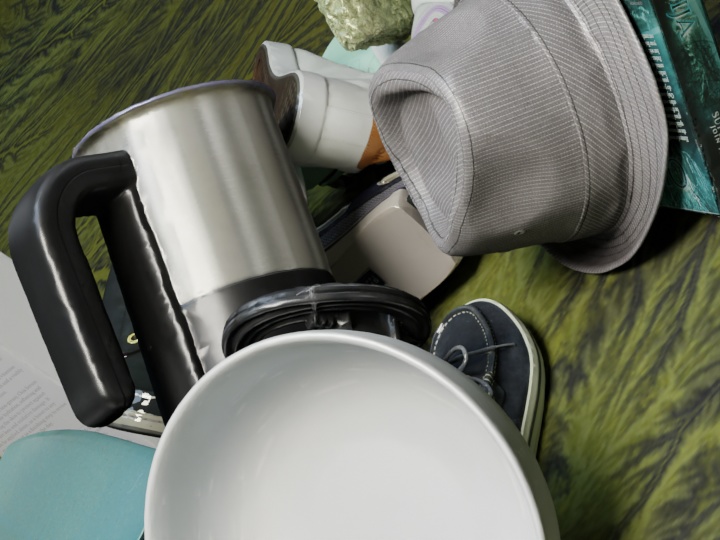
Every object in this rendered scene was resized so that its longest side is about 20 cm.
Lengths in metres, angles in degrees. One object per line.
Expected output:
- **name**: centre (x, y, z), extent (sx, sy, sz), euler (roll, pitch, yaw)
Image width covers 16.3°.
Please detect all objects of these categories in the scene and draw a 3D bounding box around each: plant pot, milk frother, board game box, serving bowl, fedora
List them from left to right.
- **plant pot**: centre (-0.118, 0.160, 1.261), extent (0.200, 0.141, 0.141), euler (17, 78, 55)
- **milk frother**: centre (-0.055, -0.010, 1.278), extent (0.200, 0.180, 0.188), euler (-29, 73, 30)
- **serving bowl**: centre (0.004, 0.120, 1.115), extent (0.200, 0.200, 0.066), euler (-45, -12, 26)
- **fedora**: centre (0.064, -0.072, 1.227), extent (0.090, 0.177, 0.200), euler (-22, -5, -16)
- **board game box**: centre (0.121, -0.098, 1.233), extent (0.028, 0.135, 0.200), euler (-25, 14, -17)

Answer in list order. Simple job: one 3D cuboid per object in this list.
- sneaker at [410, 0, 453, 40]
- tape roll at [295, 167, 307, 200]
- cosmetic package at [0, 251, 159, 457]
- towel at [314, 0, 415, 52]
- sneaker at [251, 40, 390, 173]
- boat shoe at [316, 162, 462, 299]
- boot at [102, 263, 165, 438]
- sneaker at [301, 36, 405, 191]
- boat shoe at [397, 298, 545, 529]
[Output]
- **sneaker**: centre (0.099, -0.121, 1.385), extent (0.200, 0.081, 0.088), euler (7, 87, 55)
- **tape roll**: centre (-0.094, 0.007, 1.577), extent (0.203, 0.037, 0.203), euler (-36, 48, 53)
- **cosmetic package**: centre (-0.228, 0.061, 1.645), extent (0.101, 0.200, 0.071), euler (-36, 28, 40)
- **towel**: centre (0.017, -0.209, 1.504), extent (0.036, 0.148, 0.200), euler (-32, -3, 39)
- **sneaker**: centre (-0.020, -0.087, 1.464), extent (0.200, 0.085, 0.073), euler (-135, 56, -73)
- **boat shoe**: centre (0.000, 0.000, 1.445), extent (0.200, 0.075, 0.093), euler (-36, 15, 36)
- **boot**: centre (-0.112, 0.007, 1.448), extent (0.204, 0.073, 0.154), euler (-121, 44, -76)
- **sneaker**: centre (0.003, -0.086, 1.548), extent (0.118, 0.074, 0.200), euler (-54, 17, 3)
- **boat shoe**: centre (0.046, 0.074, 1.223), extent (0.075, 0.062, 0.200), euler (-45, 22, 31)
